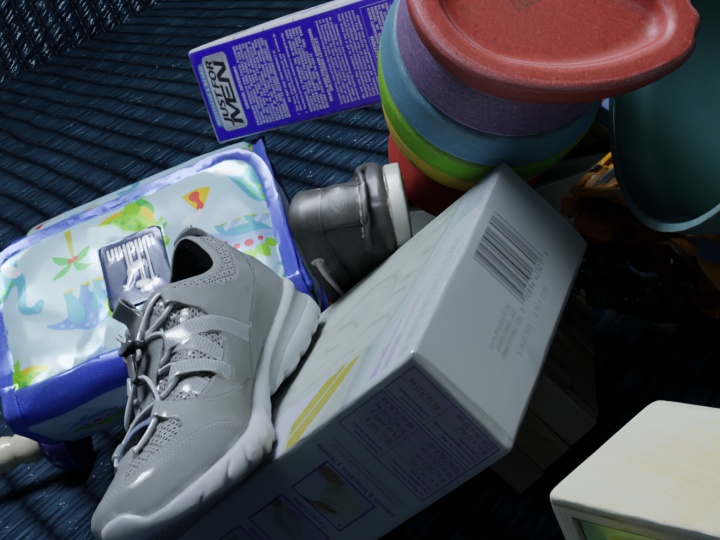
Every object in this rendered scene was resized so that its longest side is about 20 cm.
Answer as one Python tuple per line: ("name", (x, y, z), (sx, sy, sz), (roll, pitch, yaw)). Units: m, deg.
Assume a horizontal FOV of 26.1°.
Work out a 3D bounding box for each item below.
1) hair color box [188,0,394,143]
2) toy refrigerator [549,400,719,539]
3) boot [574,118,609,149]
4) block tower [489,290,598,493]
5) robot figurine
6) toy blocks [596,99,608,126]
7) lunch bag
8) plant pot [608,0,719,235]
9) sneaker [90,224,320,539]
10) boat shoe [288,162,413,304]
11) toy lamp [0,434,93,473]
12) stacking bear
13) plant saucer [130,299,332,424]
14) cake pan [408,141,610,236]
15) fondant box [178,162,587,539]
("hair color box", (0.009, -0.132, 0.902), (0.199, 0.065, 0.109), (-7, 16, 42))
("toy refrigerator", (0.156, 0.100, 0.485), (0.070, 0.076, 0.199), (-35, 22, -29))
("boot", (0.139, -0.120, 1.023), (0.173, 0.067, 0.200), (-1, 13, 8))
("block tower", (0.080, 0.032, 0.768), (0.054, 0.058, 0.200), (-44, 10, 22))
("robot figurine", (0.186, -0.022, 0.746), (0.199, 0.059, 0.145), (15, 39, 35))
("toy blocks", (0.205, -0.133, 0.877), (0.201, 0.136, 0.100), (-53, -10, -8))
("lunch bag", (-0.108, 0.015, 0.852), (0.169, 0.128, 0.200), (-23, 18, 2))
("plant pot", (0.209, -0.101, 0.654), (0.133, 0.202, 0.200), (12, 13, -14))
("sneaker", (-0.081, 0.050, 0.658), (0.075, 0.082, 0.200), (-43, 12, 25))
("boat shoe", (0.000, 0.000, 0.807), (0.056, 0.067, 0.200), (-7, -22, 1))
("toy lamp", (-0.263, 0.130, 0.949), (0.199, 0.059, 0.058), (-20, 19, 11))
("stacking bear", (0.061, -0.086, 0.729), (0.113, 0.122, 0.200), (-24, -16, -15))
("plant saucer", (-0.063, 0.043, 0.975), (0.199, 0.033, 0.201), (-21, 18, 7))
("cake pan", (0.076, -0.043, 0.960), (0.198, 0.037, 0.200), (-11, 13, 3))
("fondant box", (0.000, 0.059, 0.683), (0.200, 0.058, 0.145), (-41, 12, 37))
